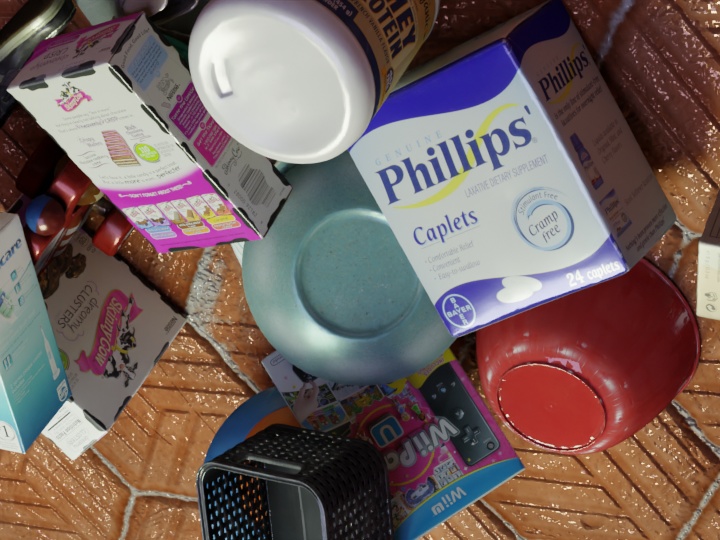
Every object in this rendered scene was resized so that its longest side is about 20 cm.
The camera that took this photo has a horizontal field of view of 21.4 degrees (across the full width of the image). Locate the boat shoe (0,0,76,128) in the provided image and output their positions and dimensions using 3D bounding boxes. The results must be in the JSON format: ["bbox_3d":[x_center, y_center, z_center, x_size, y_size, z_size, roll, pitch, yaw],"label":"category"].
[{"bbox_3d":[-0.291,-0.182,1.653,0.066,0.072,0.200,40,140,-17],"label":"boat shoe"}]

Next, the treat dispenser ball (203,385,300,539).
[{"bbox_3d":[-0.048,0.203,1.755,0.200,0.201,0.202,15,133,17],"label":"treat dispenser ball"}]

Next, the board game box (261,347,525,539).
[{"bbox_3d":[0.028,0.125,1.638,0.201,0.147,0.064,57,176,5],"label":"board game box"}]

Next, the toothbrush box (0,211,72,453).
[{"bbox_3d":[-0.348,0.045,1.626,0.145,0.085,0.201,9,129,23],"label":"toothbrush box"}]

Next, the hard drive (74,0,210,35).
[{"bbox_3d":[-0.133,-0.223,1.554,0.199,0.033,0.140,-19,117,38],"label":"hard drive"}]

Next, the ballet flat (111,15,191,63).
[{"bbox_3d":[-0.124,-0.155,1.549,0.199,0.072,0.072,22,135,13],"label":"ballet flat"}]

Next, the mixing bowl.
[{"bbox_3d":[0.176,0.081,1.595,0.199,0.109,0.201,15,133,16],"label":"mixing bowl"}]

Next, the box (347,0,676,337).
[{"bbox_3d":[0.111,-0.077,1.469,0.183,0.105,0.201,-23,101,39],"label":"box"}]

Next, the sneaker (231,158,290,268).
[{"bbox_3d":[-0.086,-0.041,1.671,0.080,0.070,0.201,39,153,36],"label":"sneaker"}]

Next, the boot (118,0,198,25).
[{"bbox_3d":[-0.183,-0.261,1.476,0.199,0.070,0.147,-11,88,33],"label":"boot"}]

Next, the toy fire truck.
[{"bbox_3d":[-0.250,-0.062,1.658,0.112,0.168,0.200,36,136,-5],"label":"toy fire truck"}]

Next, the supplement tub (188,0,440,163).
[{"bbox_3d":[-0.025,-0.189,1.403,0.143,0.200,0.145,15,134,16],"label":"supplement tub"}]

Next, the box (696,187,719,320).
[{"bbox_3d":[0.361,-0.003,1.433,0.199,0.095,0.078,12,134,21],"label":"box"}]

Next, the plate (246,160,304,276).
[{"bbox_3d":[0.004,-0.025,1.595,0.199,0.026,0.202,0,99,2],"label":"plate"}]

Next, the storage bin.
[{"bbox_3d":[-0.050,0.242,1.587,0.135,0.094,0.201,7,111,36],"label":"storage bin"}]

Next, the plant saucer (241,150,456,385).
[{"bbox_3d":[0.000,0.000,1.567,0.199,0.039,0.203,0,99,0],"label":"plant saucer"}]

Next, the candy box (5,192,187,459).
[{"bbox_3d":[-0.285,0.046,1.770,0.200,0.168,0.071,42,134,-10],"label":"candy box"}]

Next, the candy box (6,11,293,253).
[{"bbox_3d":[-0.167,-0.105,1.518,0.136,0.061,0.200,-6,135,44],"label":"candy box"}]
